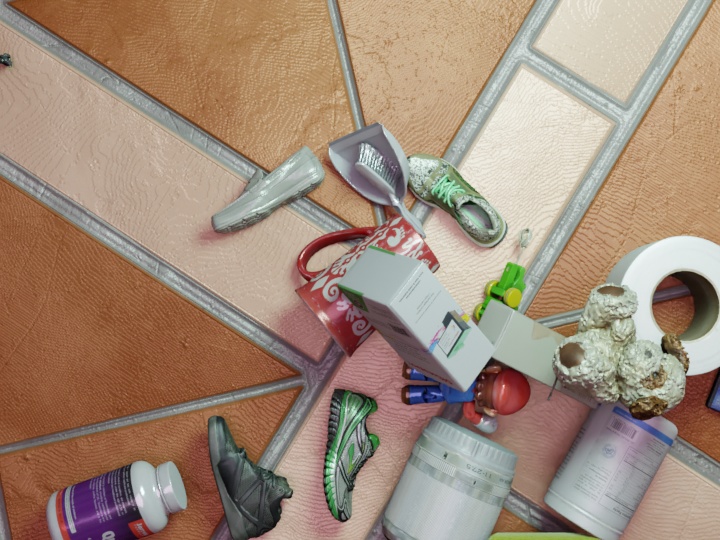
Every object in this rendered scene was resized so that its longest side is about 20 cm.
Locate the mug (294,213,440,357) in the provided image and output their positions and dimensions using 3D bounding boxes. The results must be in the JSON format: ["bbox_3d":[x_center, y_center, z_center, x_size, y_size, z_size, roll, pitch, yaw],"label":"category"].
[{"bbox_3d":[0.002,0.001,1.661,0.199,0.133,0.178,-40,88,-4],"label":"mug"}]

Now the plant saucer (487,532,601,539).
[{"bbox_3d":[0.256,0.453,1.617,0.197,0.048,0.202,2,131,-9],"label":"plant saucer"}]

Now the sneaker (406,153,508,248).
[{"bbox_3d":[0.149,-0.117,1.679,0.199,0.089,0.077,38,89,4],"label":"sneaker"}]

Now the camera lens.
[{"bbox_3d":[0.133,0.341,1.623,0.158,0.160,0.202,24,88,3],"label":"camera lens"}]

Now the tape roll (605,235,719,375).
[{"bbox_3d":[0.474,0.054,1.636,0.199,0.139,0.206,0,87,3],"label":"tape roll"}]

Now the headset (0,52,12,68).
[{"bbox_3d":[-0.644,-0.277,1.736,0.200,0.094,0.124,-42,91,15],"label":"headset"}]

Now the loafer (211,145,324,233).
[{"bbox_3d":[-0.152,-0.125,1.704,0.198,0.070,0.070,-30,82,-7],"label":"loafer"}]

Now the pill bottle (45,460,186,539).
[{"bbox_3d":[-0.373,0.365,1.663,0.197,0.112,0.114,-20,87,1],"label":"pill bottle"}]

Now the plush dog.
[{"bbox_3d":[0.369,0.142,1.509,0.170,0.162,0.200,22,46,22],"label":"plush dog"}]

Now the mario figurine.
[{"bbox_3d":[0.166,0.178,1.682,0.197,0.124,0.107,6,49,10],"label":"mario figurine"}]

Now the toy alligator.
[{"bbox_3d":[0.233,0.034,1.689,0.054,0.059,0.202,28,88,-37],"label":"toy alligator"}]

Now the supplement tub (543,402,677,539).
[{"bbox_3d":[0.377,0.293,1.631,0.131,0.132,0.202,30,89,3],"label":"supplement tub"}]

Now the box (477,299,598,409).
[{"bbox_3d":[0.274,0.126,1.629,0.198,0.095,0.079,27,91,-20],"label":"box"}]

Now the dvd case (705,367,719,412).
[{"bbox_3d":[0.640,0.146,1.685,0.141,0.018,0.202,22,89,3],"label":"dvd case"}]

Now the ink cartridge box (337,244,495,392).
[{"bbox_3d":[0.081,0.069,1.553,0.084,0.144,0.200,-49,121,-13],"label":"ink cartridge box"}]

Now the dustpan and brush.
[{"bbox_3d":[0.044,-0.130,1.686,0.200,0.139,0.058,41,57,-26],"label":"dustpan and brush"}]

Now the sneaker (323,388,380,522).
[{"bbox_3d":[-0.014,0.288,1.672,0.084,0.078,0.203,6,87,2],"label":"sneaker"}]

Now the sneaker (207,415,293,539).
[{"bbox_3d":[-0.171,0.312,1.679,0.113,0.076,0.202,-18,90,-1],"label":"sneaker"}]
